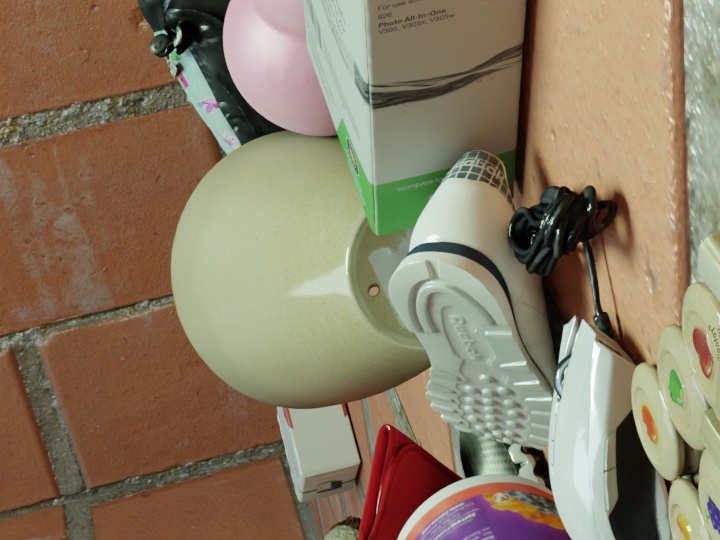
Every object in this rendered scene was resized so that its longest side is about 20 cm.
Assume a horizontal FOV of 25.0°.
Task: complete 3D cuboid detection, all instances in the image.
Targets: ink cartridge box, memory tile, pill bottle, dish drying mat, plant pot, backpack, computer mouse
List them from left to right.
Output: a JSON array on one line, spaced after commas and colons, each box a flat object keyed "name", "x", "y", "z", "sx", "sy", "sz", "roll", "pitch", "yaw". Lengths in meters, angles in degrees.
[{"name": "backpack", "x": -0.057, "y": -0.153, "z": 1.207, "sx": 0.200, "sy": 0.167, "sz": 0.127, "roll": 63, "pitch": 175, "yaw": -24}, {"name": "ink cartridge box", "x": -0.060, "y": 0.223, "z": 2.224, "sx": 0.200, "sy": 0.083, "sz": 0.147, "roll": 101, "pitch": 155, "yaw": -73}, {"name": "plant pot", "x": 0.000, "y": 0.000, "z": 0.998, "sx": 0.200, "sy": 0.187, "sz": 0.187, "roll": -179, "pitch": 75, "yaw": -69}, {"name": "ink cartridge box", "x": 0.023, "y": -0.138, "z": 0.815, "sx": 0.200, "sy": 0.084, "sz": 0.146, "roll": 87, "pitch": 168, "yaw": -56}, {"name": "dish drying mat", "x": 0.054, "y": 0.163, "z": 1.016, "sx": 0.200, "sy": 0.018, "sz": 0.077, "roll": 43, "pitch": -126, "yaw": -54}, {"name": "pill bottle", "x": 0.089, "y": 0.196, "z": 0.820, "sx": 0.200, "sy": 0.111, "sz": 0.111, "roll": -119, "pitch": 17, "yaw": -65}, {"name": "computer mouse", "x": 0.101, "y": 0.060, "z": 0.732, "sx": 0.110, "sy": 0.044, "sz": 0.200, "roll": -163, "pitch": 60, "yaw": -81}, {"name": "memory tile", "x": 0.144, "y": 0.113, "z": 0.599, "sx": 0.153, "sy": 0.017, "sz": 0.200, "roll": 96, "pitch": 159, "yaw": -71}]

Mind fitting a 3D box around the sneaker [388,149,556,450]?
[{"name": "sneaker", "x": 0.072, "y": 0.025, "z": 0.851, "sx": 0.200, "sy": 0.076, "sz": 0.081, "roll": 72, "pitch": -151, "yaw": -54}]

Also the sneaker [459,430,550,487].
[{"name": "sneaker", "x": 0.076, "y": 0.175, "z": 0.968, "sx": 0.066, "sy": 0.090, "sz": 0.200, "roll": 106, "pitch": 150, "yaw": -75}]

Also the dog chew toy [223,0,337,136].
[{"name": "dog chew toy", "x": -0.019, "y": -0.175, "z": 0.976, "sx": 0.200, "sy": 0.124, "sz": 0.125, "roll": 98, "pitch": 159, "yaw": -51}]

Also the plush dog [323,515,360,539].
[{"name": "plush dog", "x": -0.032, "y": 0.432, "z": 2.256, "sx": 0.200, "sy": 0.160, "sz": 0.172, "roll": -118, "pitch": 42, "yaw": -58}]

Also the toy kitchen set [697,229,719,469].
[{"name": "toy kitchen set", "x": 0.080, "y": 0.063, "z": 0.330, "sx": 0.200, "sy": 0.180, "sz": 0.163, "roll": -117, "pitch": 15, "yaw": -45}]
